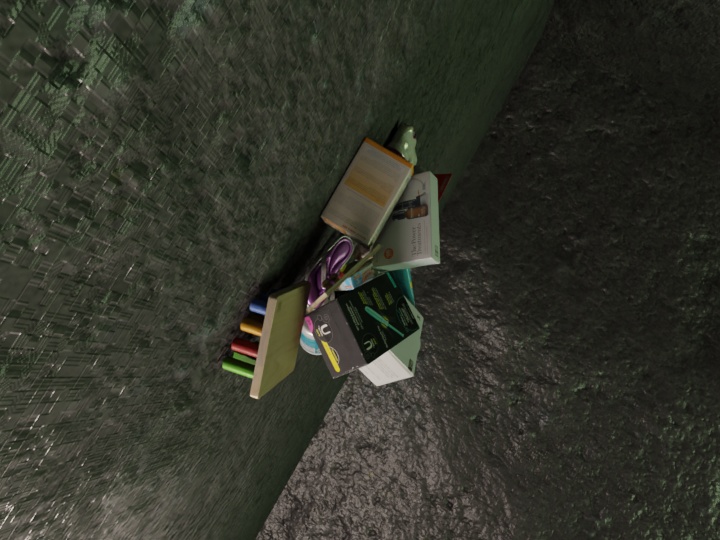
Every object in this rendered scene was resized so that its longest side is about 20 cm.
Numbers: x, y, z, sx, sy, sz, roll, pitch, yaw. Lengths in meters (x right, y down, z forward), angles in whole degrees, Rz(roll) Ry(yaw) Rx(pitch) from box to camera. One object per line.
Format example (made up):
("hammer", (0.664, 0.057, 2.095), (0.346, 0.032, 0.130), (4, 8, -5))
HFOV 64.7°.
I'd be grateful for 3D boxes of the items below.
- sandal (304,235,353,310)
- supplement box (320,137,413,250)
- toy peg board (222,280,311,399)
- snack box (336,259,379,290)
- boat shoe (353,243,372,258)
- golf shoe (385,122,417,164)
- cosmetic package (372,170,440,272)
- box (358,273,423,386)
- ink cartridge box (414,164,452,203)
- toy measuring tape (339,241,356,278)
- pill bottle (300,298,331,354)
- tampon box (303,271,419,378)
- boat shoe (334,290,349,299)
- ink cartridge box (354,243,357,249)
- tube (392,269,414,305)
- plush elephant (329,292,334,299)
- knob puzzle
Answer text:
("sandal", (-0.074, -0.001, 1.365), (0.049, 0.082, 0.206), (1, -123, 52))
("supplement box", (0.017, -0.166, 1.245), (0.203, 0.124, 0.074), (-59, 171, -3))
("toy peg board", (-0.193, 0.122, 1.157), (0.200, 0.096, 0.204), (-27, 130, -75))
("snack box", (0.000, 0.000, 1.552), (0.115, 0.038, 0.199), (-7, -162, 44))
("boat shoe", (0.067, -0.071, 1.446), (0.198, 0.071, 0.077), (-30, -138, 31))
("golf shoe", (0.123, -0.325, 1.491), (0.093, 0.074, 0.200), (-64, 171, 6))
("cosmetic package", (0.100, -0.108, 1.282), (0.051, 0.148, 0.205), (24, 61, -54))
("box", (0.053, 0.157, 1.498), (0.129, 0.200, 0.201), (-23, -146, 34))
("ink cartridge box", (0.110, -0.158, 1.361), (0.172, 0.043, 0.203), (10, -110, 57))
("toy measuring tape", (-0.057, -0.022, 1.446), (0.203, 0.072, 0.074), (-61, 170, -11))
("pill bottle", (-0.114, 0.157, 1.527), (0.112, 0.109, 0.201), (-55, 169, -24))
("tampon box", (0.004, 0.116, 1.256), (0.125, 0.152, 0.198), (-29, 177, 43))
("boat shoe", (-0.044, 0.085, 1.572), (0.067, 0.068, 0.205), (89, 1, -65))
("ink cartridge box", (0.039, -0.113, 1.549), (0.201, 0.066, 0.116), (-56, -179, 41))
("tube", (0.108, -0.007, 1.538), (0.050, 0.077, 0.205), (-20, 112, -30))
("plush elephant", (-0.011, 0.100, 1.750), (0.165, 0.153, 0.202), (-52, 168, -37))
("knob puzzle", (-0.054, 0.020, 1.254), (0.219, 0.031, 0.220), (-42, -179, 1))
